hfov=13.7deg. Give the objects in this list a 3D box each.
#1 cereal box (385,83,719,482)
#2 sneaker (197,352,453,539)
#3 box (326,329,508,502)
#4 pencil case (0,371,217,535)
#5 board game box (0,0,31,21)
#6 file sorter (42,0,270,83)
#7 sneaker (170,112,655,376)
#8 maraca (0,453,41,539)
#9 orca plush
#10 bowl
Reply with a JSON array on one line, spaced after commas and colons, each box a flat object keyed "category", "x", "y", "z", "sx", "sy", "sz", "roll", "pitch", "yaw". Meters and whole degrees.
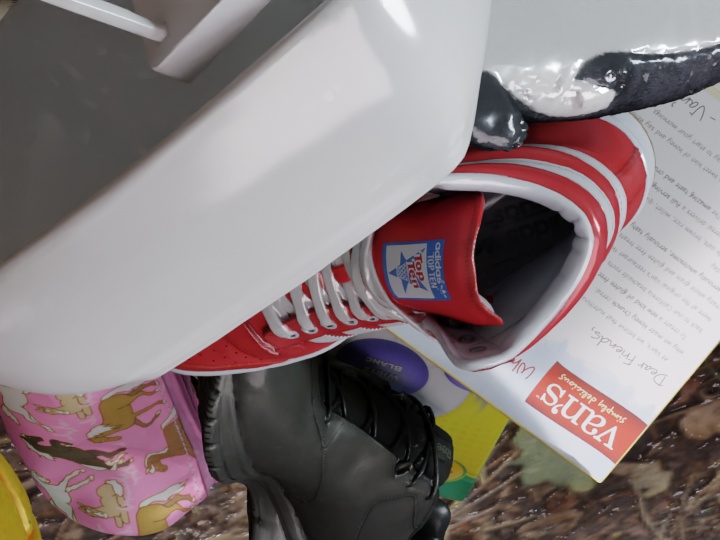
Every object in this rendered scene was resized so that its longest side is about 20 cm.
[{"category": "cereal box", "x": 0.092, "y": -0.040, "z": 1.089, "sx": 0.144, "sy": 0.040, "sz": 0.200, "roll": 37, "pitch": 105, "yaw": -11}, {"category": "sneaker", "x": -0.012, "y": 0.064, "z": 1.181, "sx": 0.090, "sy": 0.076, "sz": 0.200, "roll": -6, "pitch": 148, "yaw": 9}, {"category": "box", "x": 0.010, "y": 0.027, "z": 1.211, "sx": 0.117, "sy": 0.049, "sz": 0.200, "roll": 15, "pitch": 146, "yaw": -5}, {"category": "pencil case", "x": -0.108, "y": 0.027, "z": 1.159, "sx": 0.086, "sy": 0.083, "sz": 0.200, "roll": -26, "pitch": 147, "yaw": -5}, {"category": "board game box", "x": -0.121, "y": -0.094, "z": 1.004, "sx": 0.199, "sy": 0.046, "sz": 0.152, "roll": -3, "pitch": 143, "yaw": -26}, {"category": "file sorter", "x": -0.070, "y": -0.181, "z": 0.765, "sx": 0.124, "sy": 0.201, "sz": 0.139, "roll": 18, "pitch": 132, "yaw": -39}, {"category": "sneaker", "x": 0.000, "y": 0.000, "z": 1.020, "sx": 0.199, "sy": 0.071, "sz": 0.113, "roll": -20, "pitch": -167, "yaw": 18}, {"category": "maraca", "x": -0.169, "y": 0.120, "z": 1.134, "sx": 0.106, "sy": 0.138, "sz": 0.200, "roll": -3, "pitch": 158, "yaw": 10}, {"category": "orca plush", "x": 0.057, "y": -0.088, "z": 1.015, "sx": 0.199, "sy": 0.106, "sz": 0.071, "roll": -13, "pitch": 169, "yaw": -20}, {"category": "bowl", "x": -0.037, "y": -0.055, "z": 0.872, "sx": 0.200, "sy": 0.200, "sz": 0.075, "roll": -34, "pitch": 115, "yaw": 23}]
